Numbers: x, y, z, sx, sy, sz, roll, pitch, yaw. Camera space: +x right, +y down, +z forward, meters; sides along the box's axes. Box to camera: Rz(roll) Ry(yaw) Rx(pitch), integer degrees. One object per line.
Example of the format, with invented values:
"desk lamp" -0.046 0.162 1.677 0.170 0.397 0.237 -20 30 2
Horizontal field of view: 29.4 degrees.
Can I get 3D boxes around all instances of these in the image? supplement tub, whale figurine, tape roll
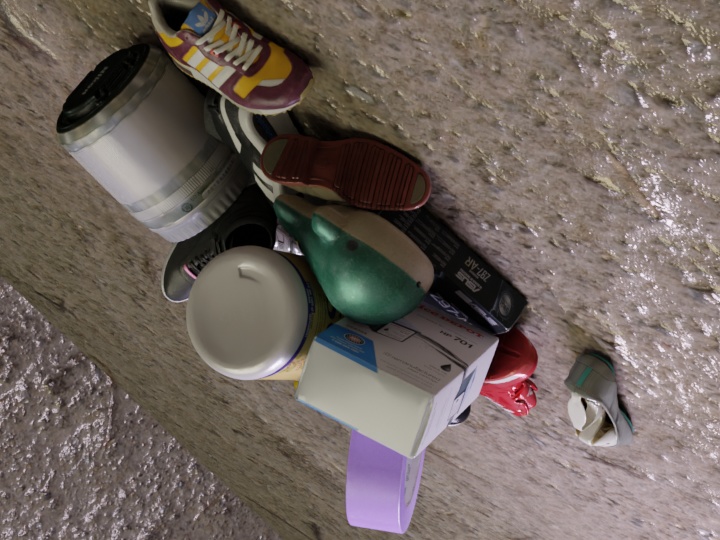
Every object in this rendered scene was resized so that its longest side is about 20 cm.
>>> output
"supplement tub" -0.087 0.051 1.543 0.145 0.146 0.200 29 -172 24
"whale figurine" -0.019 -0.012 1.466 0.200 0.104 0.159 27 171 33
"tape roll" 0.035 0.207 1.626 0.066 0.200 0.200 6 154 10

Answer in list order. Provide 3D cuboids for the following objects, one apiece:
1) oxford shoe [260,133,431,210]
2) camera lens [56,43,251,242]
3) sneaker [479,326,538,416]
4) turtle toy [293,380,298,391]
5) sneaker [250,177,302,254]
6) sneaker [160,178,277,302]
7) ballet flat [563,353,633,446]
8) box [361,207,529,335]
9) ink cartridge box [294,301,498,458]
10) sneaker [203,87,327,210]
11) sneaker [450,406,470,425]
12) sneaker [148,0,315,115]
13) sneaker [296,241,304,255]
"oxford shoe" -0.006 -0.102 1.461 0.200 0.071 0.075 18 176 28
"camera lens" -0.243 -0.152 1.611 0.200 0.160 0.160 47 159 -26
"sneaker" 0.186 0.122 1.645 0.115 0.078 0.200 29 170 -18
"turtle toy" -0.035 0.091 1.869 0.101 0.146 0.200 57 163 10
"sneaker" -0.107 -0.042 1.736 0.076 0.088 0.200 13 150 49
"sneaker" -0.170 -0.018 1.615 0.071 0.200 0.099 38 -158 -22
"ballet flat" 0.267 0.165 1.576 0.067 0.064 0.200 26 158 31
"box" 0.075 -0.002 1.564 0.200 0.044 0.160 42 160 -11
"ink cartridge box" 0.043 0.106 1.486 0.146 0.200 0.086 25 115 17
"sneaker" -0.112 -0.137 1.564 0.112 0.073 0.200 25 149 42
"sneaker" 0.094 0.138 1.786 0.200 0.073 0.112 48 160 -23
"sneaker" -0.137 -0.223 1.386 0.200 0.075 0.090 25 163 31
"sneaker" 0.000 0.000 1.695 0.200 0.070 0.090 41 180 -16
